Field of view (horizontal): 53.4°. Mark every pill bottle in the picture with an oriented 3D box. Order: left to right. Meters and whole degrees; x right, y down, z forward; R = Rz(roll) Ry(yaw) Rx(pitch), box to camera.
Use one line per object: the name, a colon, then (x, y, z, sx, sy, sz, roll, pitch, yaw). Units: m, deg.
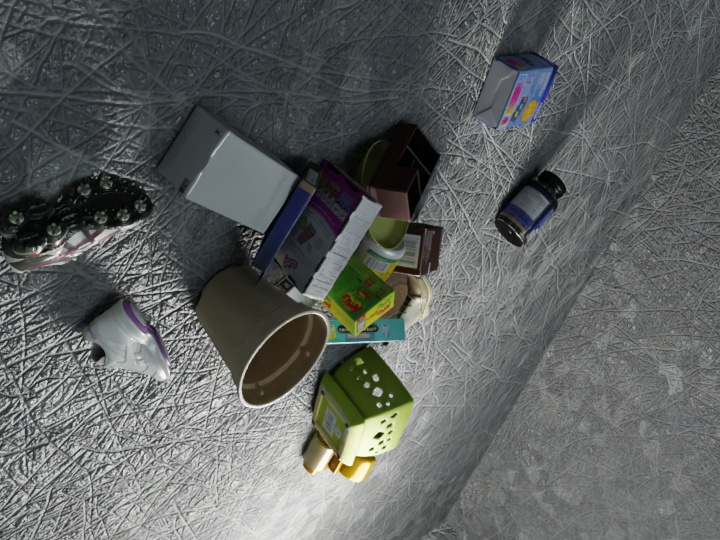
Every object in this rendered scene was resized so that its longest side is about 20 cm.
pill bottle: (0.000, 0.000, 1.455, 0.111, 0.113, 0.202, -10, 141, -50)
pill bottle: (0.468, -0.172, 1.957, 0.200, 0.111, 0.112, -46, 152, -8)

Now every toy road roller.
toy road roller: (-0.048, 0.507, 1.958, 0.198, 0.145, 0.125, -1, 126, -55)

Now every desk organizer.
desk organizer: (0.083, -0.184, 1.312, 0.073, 0.075, 0.202, 78, 29, -44)

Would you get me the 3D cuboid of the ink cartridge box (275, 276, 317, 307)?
ink cartridge box: (-0.168, 0.082, 1.394, 0.199, 0.039, 0.101, -41, 151, -22)

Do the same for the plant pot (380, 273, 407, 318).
plant pot: (0.041, 0.046, 1.605, 0.199, 0.092, 0.203, -36, 150, -25)

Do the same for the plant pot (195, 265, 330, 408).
plant pot: (-0.183, 0.096, 1.232, 0.199, 0.183, 0.203, -36, 149, -25)

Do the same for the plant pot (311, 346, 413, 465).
plant pot: (-0.009, 0.347, 1.787, 0.178, 0.199, 0.203, -18, 140, -34)

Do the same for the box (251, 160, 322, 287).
box: (-0.129, -0.078, 1.189, 0.202, 0.032, 0.122, -58, -170, 20)

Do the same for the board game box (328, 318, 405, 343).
board game box: (-0.026, 0.126, 1.474, 0.194, 0.048, 0.150, 0, 174, -21)

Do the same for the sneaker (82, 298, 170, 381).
sneaker: (-0.367, 0.122, 1.131, 0.098, 0.075, 0.202, -29, 144, -9)

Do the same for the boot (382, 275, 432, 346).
boot: (0.102, 0.093, 1.776, 0.153, 0.072, 0.202, -36, 149, -21)

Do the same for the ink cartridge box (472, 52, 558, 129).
ink cartridge box: (0.347, -0.393, 1.558, 0.198, 0.076, 0.139, -22, 141, -45)

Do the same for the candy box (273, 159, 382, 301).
candy box: (-0.065, -0.070, 1.255, 0.060, 0.136, 0.202, 21, 107, -46)

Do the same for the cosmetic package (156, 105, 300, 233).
cosmetic package: (-0.188, -0.143, 1.055, 0.114, 0.081, 0.199, -53, 151, 4)

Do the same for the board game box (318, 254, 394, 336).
board game box: (-0.038, 0.019, 1.337, 0.101, 0.199, 0.048, -34, 149, -25)

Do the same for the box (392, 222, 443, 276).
box: (0.124, -0.048, 1.549, 0.200, 0.073, 0.103, -19, 117, -74)

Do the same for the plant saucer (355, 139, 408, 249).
plant saucer: (0.040, -0.142, 1.354, 0.198, 0.030, 0.207, 6, 83, -59)

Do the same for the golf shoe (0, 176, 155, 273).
golf shoe: (-0.363, -0.059, 0.922, 0.197, 0.078, 0.088, -23, 162, -38)
